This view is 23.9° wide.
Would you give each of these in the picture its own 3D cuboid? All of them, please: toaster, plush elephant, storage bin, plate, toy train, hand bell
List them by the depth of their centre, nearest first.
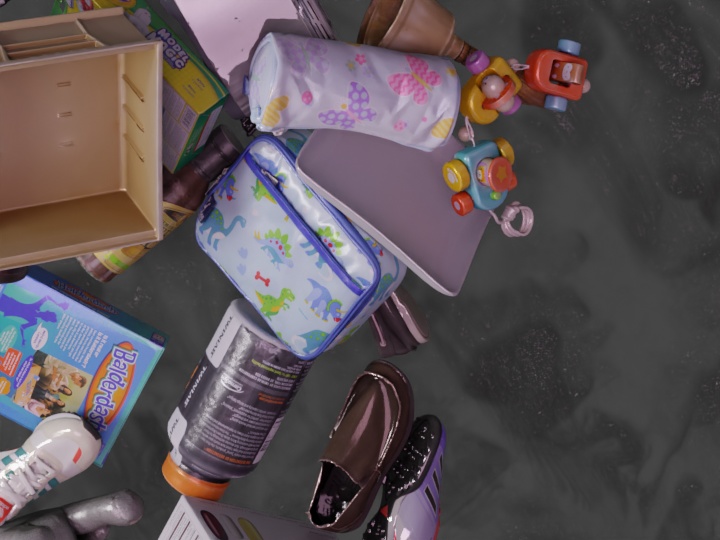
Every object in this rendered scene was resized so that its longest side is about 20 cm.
[{"bbox_3d":[-0.286,-0.119,1.536,0.196,0.094,0.202,-12,125,-24],"label":"storage bin"},{"bbox_3d":[-0.104,-0.240,1.636,0.128,0.114,0.201,-30,103,6],"label":"toaster"},{"bbox_3d":[0.159,-0.136,1.643,0.149,0.055,0.202,17,89,-32],"label":"toy train"},{"bbox_3d":[0.037,-0.087,1.648,0.199,0.200,0.032,39,131,-10],"label":"plate"},{"bbox_3d":[0.106,-0.212,1.667,0.198,0.104,0.105,25,105,-19],"label":"hand bell"},{"bbox_3d":[-0.328,0.336,1.782,0.198,0.164,0.157,-15,93,34],"label":"plush elephant"}]

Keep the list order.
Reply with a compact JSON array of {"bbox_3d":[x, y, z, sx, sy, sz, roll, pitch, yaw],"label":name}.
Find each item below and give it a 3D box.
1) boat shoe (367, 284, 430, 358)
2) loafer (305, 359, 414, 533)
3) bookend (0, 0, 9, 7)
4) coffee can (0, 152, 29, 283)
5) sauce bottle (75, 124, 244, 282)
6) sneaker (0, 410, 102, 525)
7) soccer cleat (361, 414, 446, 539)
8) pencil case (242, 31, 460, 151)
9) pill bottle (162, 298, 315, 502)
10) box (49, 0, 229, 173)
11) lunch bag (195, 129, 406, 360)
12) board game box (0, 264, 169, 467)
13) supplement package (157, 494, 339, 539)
[{"bbox_3d":[0.000,0.000,1.724,0.057,0.067,0.201,-28,101,15],"label":"boat shoe"},{"bbox_3d":[-0.001,0.191,1.767,0.072,0.071,0.202,23,107,21],"label":"loafer"},{"bbox_3d":[-0.394,-0.325,1.570,0.091,0.200,0.200,-26,105,8],"label":"bookend"},{"bbox_3d":[-0.365,-0.109,1.658,0.145,0.147,0.202,20,105,-5],"label":"coffee can"},{"bbox_3d":[-0.202,-0.070,1.709,0.199,0.065,0.065,-39,102,12],"label":"sauce bottle"},{"bbox_3d":[-0.346,0.219,1.748,0.199,0.094,0.070,-26,117,31],"label":"sneaker"},{"bbox_3d":[0.058,0.248,1.805,0.072,0.068,0.202,13,102,-29],"label":"soccer cleat"},{"bbox_3d":[-0.006,-0.165,1.579,0.198,0.083,0.092,4,77,-20],"label":"pencil case"},{"bbox_3d":[-0.131,0.138,1.745,0.105,0.106,0.201,27,105,-7],"label":"pill bottle"},{"bbox_3d":[-0.219,-0.201,1.630,0.200,0.048,0.117,46,147,6],"label":"box"},{"bbox_3d":[-0.059,-0.030,1.666,0.201,0.082,0.161,51,124,10],"label":"lunch bag"},{"bbox_3d":[-0.320,0.091,1.767,0.199,0.045,0.153,29,104,-7],"label":"board game box"},{"bbox_3d":[-0.118,0.342,1.759,0.199,0.111,0.157,18,109,-37],"label":"supplement package"}]
